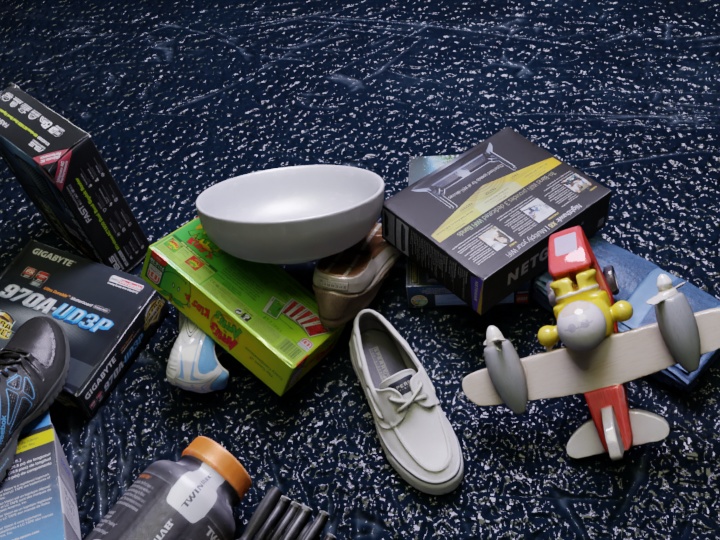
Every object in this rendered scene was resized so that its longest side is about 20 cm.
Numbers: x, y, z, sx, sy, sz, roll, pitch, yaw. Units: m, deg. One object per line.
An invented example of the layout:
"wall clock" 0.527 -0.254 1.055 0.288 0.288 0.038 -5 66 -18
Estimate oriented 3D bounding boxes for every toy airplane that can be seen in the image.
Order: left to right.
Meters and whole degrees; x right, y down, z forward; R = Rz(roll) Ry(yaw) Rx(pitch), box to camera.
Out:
"toy airplane" 0.214 0.077 0.929 0.198 0.141 0.202 33 88 28

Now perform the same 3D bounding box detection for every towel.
"towel" 0.282 0.034 1.037 0.199 0.049 0.111 33 61 31

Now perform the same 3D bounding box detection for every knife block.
"knife block" -0.110 0.286 0.884 0.196 0.065 0.177 -17 49 -4

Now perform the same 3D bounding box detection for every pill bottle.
"pill bottle" -0.184 0.247 0.902 0.105 0.107 0.201 24 58 27

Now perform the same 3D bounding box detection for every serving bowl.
"serving bowl" -0.070 -0.052 1.043 0.196 0.067 0.201 -5 20 2

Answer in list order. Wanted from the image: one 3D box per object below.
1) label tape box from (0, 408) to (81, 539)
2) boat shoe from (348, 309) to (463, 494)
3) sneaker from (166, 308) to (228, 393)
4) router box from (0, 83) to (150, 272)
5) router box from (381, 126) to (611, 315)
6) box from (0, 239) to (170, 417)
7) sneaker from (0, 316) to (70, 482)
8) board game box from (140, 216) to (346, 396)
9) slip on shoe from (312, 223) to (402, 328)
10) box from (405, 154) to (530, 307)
"label tape box" -0.350 0.234 0.970 0.142 0.064 0.202 -19 46 -6
"boat shoe" 0.042 0.123 0.988 0.071 0.066 0.202 -18 53 -7
"sneaker" -0.166 0.051 1.098 0.071 0.072 0.202 15 44 -14
"router box" -0.339 -0.099 1.156 0.149 0.202 0.062 33 66 32
"router box" 0.144 -0.060 1.071 0.198 0.053 0.157 -31 51 -26
"box" -0.338 0.060 1.126 0.197 0.046 0.160 17 55 23
"sneaker" -0.347 0.115 0.978 0.072 0.083 0.202 1 47 15
"board game box" -0.123 0.030 1.052 0.199 0.048 0.101 38 41 12
"slip on shoe" 0.000 0.000 1.087 0.074 0.062 0.200 9 22 12
"box" 0.121 -0.050 1.143 0.134 0.038 0.203 -2 50 8
